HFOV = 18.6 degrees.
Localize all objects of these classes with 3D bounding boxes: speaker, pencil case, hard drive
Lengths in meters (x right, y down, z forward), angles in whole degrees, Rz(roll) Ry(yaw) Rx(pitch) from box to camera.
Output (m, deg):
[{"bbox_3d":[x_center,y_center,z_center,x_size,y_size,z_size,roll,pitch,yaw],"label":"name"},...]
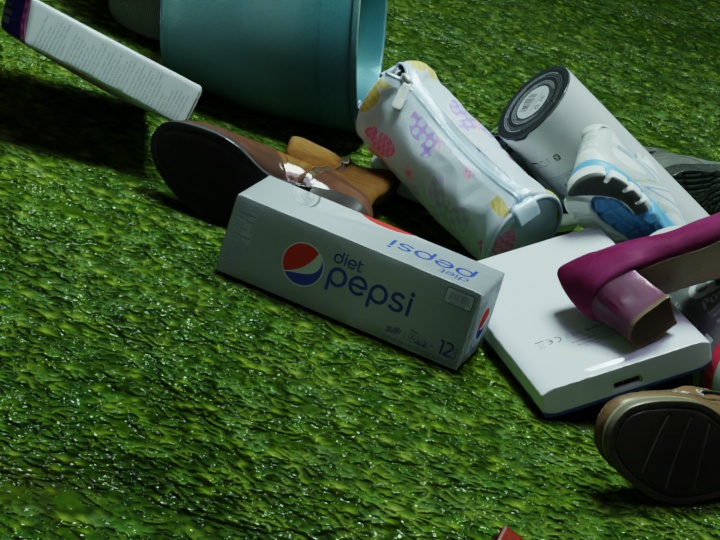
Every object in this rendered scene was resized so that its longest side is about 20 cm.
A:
[{"bbox_3d":[0.208,-0.076,1.842,0.200,0.081,0.081,42,10,-24],"label":"speaker"},{"bbox_3d":[0.081,-0.087,1.819,0.083,0.091,0.200,-21,54,-30],"label":"pencil case"},{"bbox_3d":[0.158,0.035,1.635,0.131,0.026,0.200,-17,29,-11],"label":"hard drive"}]

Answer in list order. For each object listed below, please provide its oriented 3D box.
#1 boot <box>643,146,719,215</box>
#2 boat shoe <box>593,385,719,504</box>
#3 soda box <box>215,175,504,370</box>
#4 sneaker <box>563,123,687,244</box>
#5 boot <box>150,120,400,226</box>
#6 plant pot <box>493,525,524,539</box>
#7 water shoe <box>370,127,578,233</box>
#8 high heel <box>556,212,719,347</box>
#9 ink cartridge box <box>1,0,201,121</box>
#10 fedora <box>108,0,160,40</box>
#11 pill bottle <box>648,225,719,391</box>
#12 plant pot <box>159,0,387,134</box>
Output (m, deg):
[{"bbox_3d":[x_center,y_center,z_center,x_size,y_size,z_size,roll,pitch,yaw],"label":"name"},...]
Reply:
[{"bbox_3d":[0.321,-0.093,2.133,0.199,0.068,0.130,4,18,-36],"label":"boot"},{"bbox_3d":[0.225,0.116,1.502,0.199,0.072,0.068,15,13,-38],"label":"boat shoe"},{"bbox_3d":[0.000,0.000,1.612,0.199,0.064,0.068,23,20,14],"label":"soda box"},{"bbox_3d":[0.232,-0.046,1.780,0.200,0.074,0.087,49,34,-41],"label":"sneaker"},{"bbox_3d":[-0.065,-0.089,1.787,0.187,0.069,0.200,18,19,3],"label":"boot"},{"bbox_3d":[0.062,0.255,0.833,0.175,0.201,0.200,32,21,4],"label":"plant pot"},{"bbox_3d":[0.107,-0.093,1.923,0.198,0.080,0.072,12,20,-15],"label":"water shoe"},{"bbox_3d":[0.241,-0.026,1.604,0.199,0.068,0.096,-29,44,-19],"label":"high heel"},{"bbox_3d":[-0.239,-0.186,1.803,0.199,0.044,0.196,27,2,-16],"label":"ink cartridge box"},{"bbox_3d":[-0.191,-0.282,2.156,0.176,0.091,0.200,-4,36,-43],"label":"fedora"},{"bbox_3d":[0.276,0.043,1.659,0.110,0.112,0.200,8,22,-24],"label":"pill bottle"},{"bbox_3d":[-0.080,-0.229,1.989,0.186,0.202,0.200,4,19,7],"label":"plant pot"}]
